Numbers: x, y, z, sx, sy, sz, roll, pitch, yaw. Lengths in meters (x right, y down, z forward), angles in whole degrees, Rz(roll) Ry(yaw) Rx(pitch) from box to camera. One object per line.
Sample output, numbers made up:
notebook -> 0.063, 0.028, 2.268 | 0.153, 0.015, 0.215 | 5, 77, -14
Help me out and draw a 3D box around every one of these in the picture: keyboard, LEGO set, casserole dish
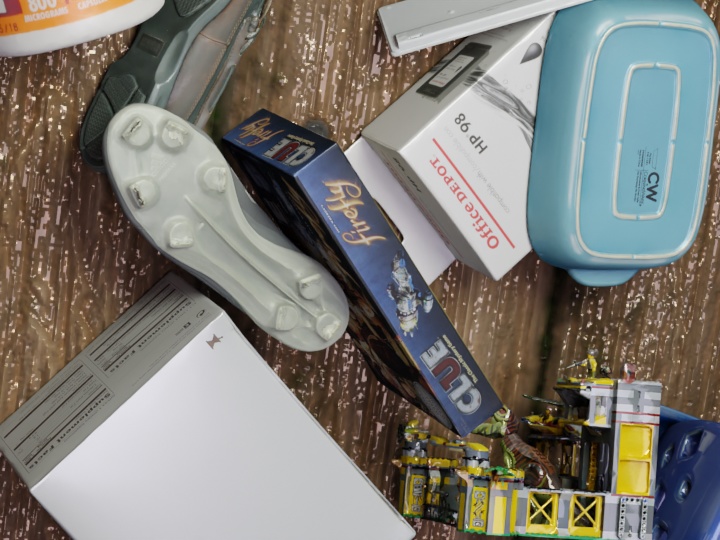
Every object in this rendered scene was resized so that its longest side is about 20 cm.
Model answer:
keyboard -> 0.110, -0.174, 1.421 | 0.200, 0.056, 0.011 | -16, 122, 0
LEGO set -> 0.105, 0.105, 1.449 | 0.153, 0.200, 0.116 | 5, 87, -7
casserole dish -> 0.169, -0.083, 1.434 | 0.121, 0.039, 0.200 | 0, 104, -23

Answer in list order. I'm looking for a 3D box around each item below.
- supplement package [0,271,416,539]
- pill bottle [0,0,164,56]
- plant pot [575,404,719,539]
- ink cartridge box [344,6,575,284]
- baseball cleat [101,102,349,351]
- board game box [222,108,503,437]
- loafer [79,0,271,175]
supplement package -> -0.097, 0.132, 1.411 | 0.156, 0.111, 0.200 | -43, 113, -8
pill bottle -> -0.186, -0.230, 1.286 | 0.114, 0.114, 0.200 | -20, 109, -17
plant pot -> 0.251, 0.204, 1.529 | 0.200, 0.180, 0.200 | 22, 93, -25
ink cartridge box -> 0.085, -0.078, 1.458 | 0.200, 0.067, 0.116 | -43, 115, -8
baseball cleat -> -0.093, -0.024, 1.376 | 0.070, 0.106, 0.200 | -46, 114, -10
board game box -> 0.000, 0.000, 1.405 | 0.035, 0.135, 0.200 | -37, 112, -10
loafer -> -0.095, -0.140, 1.380 | 0.063, 0.072, 0.200 | 25, 100, -44
